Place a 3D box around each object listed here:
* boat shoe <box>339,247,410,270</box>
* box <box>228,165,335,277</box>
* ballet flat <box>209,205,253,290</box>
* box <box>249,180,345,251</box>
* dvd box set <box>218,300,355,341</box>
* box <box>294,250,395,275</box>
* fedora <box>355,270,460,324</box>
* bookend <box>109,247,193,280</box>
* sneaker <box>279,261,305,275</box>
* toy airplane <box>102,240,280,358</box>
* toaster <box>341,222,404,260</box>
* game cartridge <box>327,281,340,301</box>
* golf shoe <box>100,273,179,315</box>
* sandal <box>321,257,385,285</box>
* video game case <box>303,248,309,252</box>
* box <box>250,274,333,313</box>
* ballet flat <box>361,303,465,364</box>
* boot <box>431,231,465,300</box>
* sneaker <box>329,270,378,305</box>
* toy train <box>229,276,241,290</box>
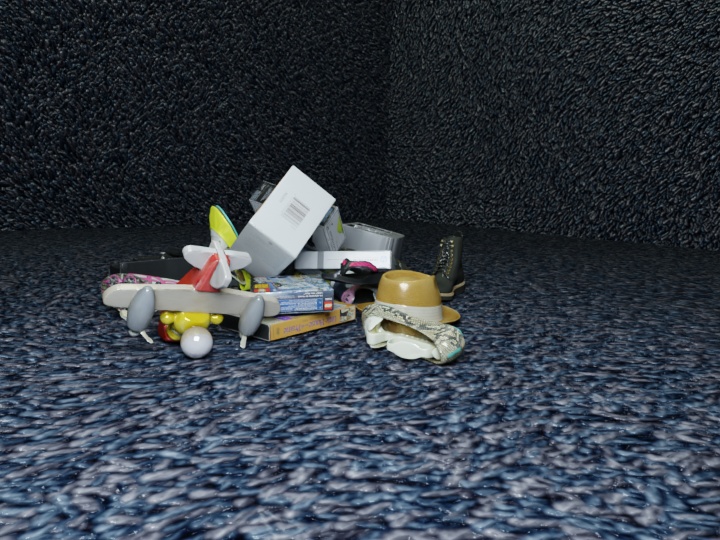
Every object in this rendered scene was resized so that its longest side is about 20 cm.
[{"bbox_3d":[0.028,0.001,1.372,0.199,0.076,0.074,20,-18,7],"label":"boat shoe"},{"bbox_3d":[-0.160,-0.082,1.137,0.106,0.153,0.200,37,-29,-11],"label":"box"},{"bbox_3d":[-0.275,-0.039,1.231,0.067,0.201,0.067,-40,31,-21],"label":"ballet flat"},{"bbox_3d":[-0.137,-0.114,1.295,0.199,0.060,0.117,21,-27,23],"label":"box"},{"bbox_3d":[-0.127,0.079,1.022,0.146,0.030,0.199,8,12,41],"label":"dvd box set"},{"bbox_3d":[-0.027,-0.014,1.248,0.198,0.042,0.156,-1,-6,6],"label":"box"},{"bbox_3d":[0.089,0.046,1.060,0.199,0.082,0.201,6,8,-1],"label":"fedora"},{"bbox_3d":[-0.440,0.011,1.217,0.198,0.093,0.199,-7,11,-43],"label":"bookend"},{"bbox_3d":[-0.149,-0.006,1.325,0.084,0.075,0.200,30,-3,-8],"label":"sneaker"},{"bbox_3d":[-0.229,0.052,0.831,0.199,0.142,0.199,-12,-24,3],"label":"toy airplane"},{"bbox_3d":[0.017,-0.049,1.501,0.199,0.119,0.181,16,11,13],"label":"toaster"},{"bbox_3d":[-0.071,0.041,1.273,0.133,0.041,0.199,4,8,41],"label":"game cartridge"},{"bbox_3d":[-0.371,0.049,1.074,0.199,0.073,0.092,11,2,-2],"label":"golf shoe"},{"bbox_3d":[0.000,0.000,1.093,0.075,0.045,0.199,11,8,38],"label":"sandal"},{"bbox_3d":[-0.134,-0.026,1.428,0.200,0.018,0.143,34,-14,-37],"label":"video game case"},{"bbox_3d":[-0.127,0.040,1.036,0.136,0.040,0.200,-1,7,-10],"label":"box"},{"bbox_3d":[0.057,0.096,0.862,0.199,0.068,0.075,12,29,42],"label":"ballet flat"},{"bbox_3d":[0.181,-0.011,1.299,0.077,0.139,0.200,5,10,22],"label":"boot"},{"bbox_3d":[0.035,0.050,1.191,0.199,0.070,0.082,2,37,-32],"label":"sneaker"},{"bbox_3d":[-0.273,0.029,1.328,0.198,0.034,0.046,3,-2,11],"label":"toy train"}]
